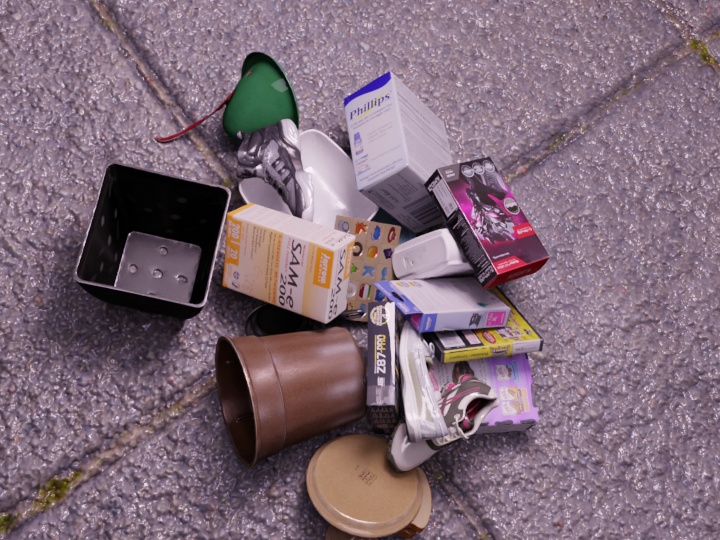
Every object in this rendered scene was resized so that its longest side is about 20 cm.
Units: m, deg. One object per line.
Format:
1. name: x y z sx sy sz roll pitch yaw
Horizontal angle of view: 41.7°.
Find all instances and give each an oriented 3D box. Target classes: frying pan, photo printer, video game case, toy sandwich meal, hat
1. frying pan: -0.101 0.071 1.522 0.188 0.115 0.031 -30 38 18
2. photo printer: 0.176 -0.033 1.588 0.197 0.166 0.071 -7 83 -31
3. video game case: 0.179 0.082 1.566 0.178 0.026 0.200 -5 29 -17
4. toy sandwich meal: 0.011 0.341 1.466 0.201 0.071 0.207 8 42 -7
5. hat: -0.222 -0.254 1.604 0.175 0.201 0.167 -29 75 -30

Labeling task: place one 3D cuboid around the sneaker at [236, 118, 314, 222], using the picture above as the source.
1. sneaker: -0.142 -0.149 1.531 0.112 0.076 0.203 -9 65 -14

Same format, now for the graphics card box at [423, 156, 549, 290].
1. graphics card box: 0.199 -0.078 1.494 0.124 0.051 0.202 -15 68 -35

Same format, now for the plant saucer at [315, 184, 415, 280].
1. plant saucer: -0.001 -0.061 1.656 0.196 0.027 0.203 4 69 -9

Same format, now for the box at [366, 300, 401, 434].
1. box: 0.040 0.157 1.485 0.048 0.200 0.164 -2 69 4

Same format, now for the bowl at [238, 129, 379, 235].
1. bowl: -0.087 -0.115 1.605 0.199 0.075 0.200 -39 80 -21

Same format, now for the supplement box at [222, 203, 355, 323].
1. supplement box: -0.114 -0.014 1.476 0.197 0.128 0.073 18 25 23

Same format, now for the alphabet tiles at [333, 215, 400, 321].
1. alphabet tiles: 0.000 0.000 1.577 0.198 0.006 0.169 8 93 -35

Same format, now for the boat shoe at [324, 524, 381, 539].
1. boat shoe: 0.031 0.455 1.445 0.198 0.065 0.072 29 74 21

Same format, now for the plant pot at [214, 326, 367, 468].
1. plant pot: -0.104 0.179 1.462 0.195 0.201 0.203 -12 72 -23

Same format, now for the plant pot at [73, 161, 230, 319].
1. plant pot: -0.325 -0.025 1.496 0.197 0.178 0.203 13 67 -7

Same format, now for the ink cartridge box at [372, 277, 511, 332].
1. ink cartridge box: 0.127 0.054 1.515 0.197 0.043 0.119 0 24 -29

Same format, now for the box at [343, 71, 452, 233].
1. box: 0.072 -0.199 1.616 0.104 0.183 0.203 -24 56 26

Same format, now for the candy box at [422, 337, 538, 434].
1. candy box: 0.182 0.184 1.574 0.196 0.072 0.171 -2 70 -12

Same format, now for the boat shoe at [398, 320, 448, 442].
1. boat shoe: 0.094 0.166 1.445 0.064 0.075 0.204 -5 50 4

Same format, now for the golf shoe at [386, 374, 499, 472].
1. golf shoe: 0.125 0.236 1.450 0.199 0.088 0.078 -40 110 -16
